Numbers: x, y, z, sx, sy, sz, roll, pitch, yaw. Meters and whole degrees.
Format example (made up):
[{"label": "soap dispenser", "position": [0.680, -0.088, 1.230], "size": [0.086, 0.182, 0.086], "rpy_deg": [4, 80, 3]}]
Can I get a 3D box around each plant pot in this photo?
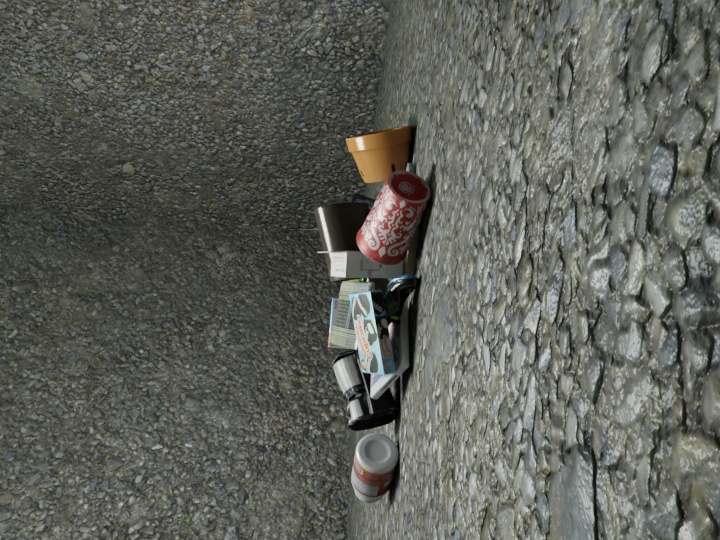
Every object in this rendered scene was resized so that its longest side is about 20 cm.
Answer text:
[{"label": "plant pot", "position": [0.065, -0.344, 1.866], "size": [0.200, 0.198, 0.141], "rpy_deg": [-98, -3, -75]}]

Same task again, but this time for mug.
[{"label": "mug", "position": [0.077, -0.144, 1.498], "size": [0.201, 0.132, 0.179], "rpy_deg": [115, 152, -46]}]

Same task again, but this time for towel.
[{"label": "towel", "position": [-0.021, 0.123, 1.756], "size": [0.200, 0.034, 0.194], "rpy_deg": [2, 79, 65]}]

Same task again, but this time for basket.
[{"label": "basket", "position": [-0.038, -0.075, 1.720], "size": [0.180, 0.135, 0.202], "rpy_deg": [-5, -93, -53]}]

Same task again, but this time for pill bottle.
[{"label": "pill bottle", "position": [0.034, 0.528, 1.650], "size": [0.113, 0.111, 0.201], "rpy_deg": [-89, 5, -46]}]

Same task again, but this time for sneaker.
[{"label": "sneaker", "position": [0.087, 0.085, 1.535], "size": [0.200, 0.070, 0.083], "rpy_deg": [-55, 43, 36]}]

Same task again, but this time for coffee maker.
[{"label": "coffee maker", "position": [0.034, 0.314, 1.707], "size": [0.135, 0.191, 0.201], "rpy_deg": [58, -170, -60]}]

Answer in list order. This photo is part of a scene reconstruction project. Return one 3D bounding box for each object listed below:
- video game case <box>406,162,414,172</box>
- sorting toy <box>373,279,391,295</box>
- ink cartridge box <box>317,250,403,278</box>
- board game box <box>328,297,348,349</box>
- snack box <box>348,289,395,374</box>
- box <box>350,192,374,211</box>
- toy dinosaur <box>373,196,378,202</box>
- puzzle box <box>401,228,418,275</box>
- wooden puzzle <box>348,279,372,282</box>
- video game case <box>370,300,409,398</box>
[{"label": "video game case", "position": [0.129, -0.171, 1.778], "size": [0.201, 0.023, 0.184], "rpy_deg": [100, 173, -57]}, {"label": "sorting toy", "position": [0.073, 0.095, 1.791], "size": [0.180, 0.106, 0.202], "rpy_deg": [155, 119, -78]}, {"label": "ink cartridge box", "position": [-0.003, -0.014, 1.600], "size": [0.116, 0.198, 0.068], "rpy_deg": [-179, 92, -69]}, {"label": "board game box", "position": [0.006, 0.165, 1.898], "size": [0.040, 0.198, 0.155], "rpy_deg": [146, 129, -86]}, {"label": "snack box", "position": [0.027, 0.151, 1.534], "size": [0.116, 0.037, 0.202], "rpy_deg": [-11, 88, 62]}, {"label": "box", "position": [-0.008, -0.124, 2.168], "size": [0.197, 0.116, 0.201], "rpy_deg": [104, -175, -66]}, {"label": "toy dinosaur", "position": [0.078, -0.153, 1.815], "size": [0.200, 0.085, 0.137], "rpy_deg": [-112, 32, -71]}, {"label": "puzzle box", "position": [0.094, -0.053, 1.664], "size": [0.200, 0.025, 0.134], "rpy_deg": [-163, 76, -68]}, {"label": "wooden puzzle", "position": [0.000, 0.000, 1.841], "size": [0.200, 0.037, 0.187], "rpy_deg": [-138, 54, -71]}, {"label": "video game case", "position": [0.073, 0.201, 1.610], "size": [0.183, 0.023, 0.201], "rpy_deg": [125, 156, -45]}]
